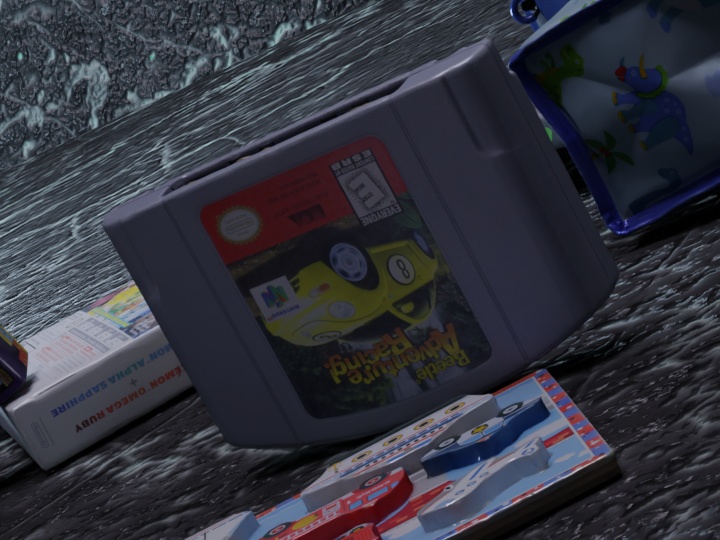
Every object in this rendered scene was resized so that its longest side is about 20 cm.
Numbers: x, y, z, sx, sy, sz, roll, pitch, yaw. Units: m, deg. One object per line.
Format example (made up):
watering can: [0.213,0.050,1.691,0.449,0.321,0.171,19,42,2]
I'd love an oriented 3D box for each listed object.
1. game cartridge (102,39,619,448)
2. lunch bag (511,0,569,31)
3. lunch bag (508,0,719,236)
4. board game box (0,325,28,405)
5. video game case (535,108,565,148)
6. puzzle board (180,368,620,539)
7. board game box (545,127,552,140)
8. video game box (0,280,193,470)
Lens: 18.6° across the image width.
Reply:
game cartridge: [0.000,0.000,0.916,0.199,0.134,0.041,-22,18,30]
lunch bag: [0.188,-0.229,1.521,0.199,0.136,0.132,-31,10,-13]
lunch bag: [0.198,-0.121,1.039,0.199,0.128,0.170,-32,6,32]
board game box: [-0.307,0.042,1.193,0.165,0.200,0.057,-43,15,8]
video game case: [0.086,-0.079,1.271,0.199,0.024,0.182,-15,5,-21]
puzzle board: [-0.009,0.094,0.809,0.199,0.017,0.151,-27,10,0]
board game box: [0.014,-0.004,1.127,0.199,0.030,0.096,-26,31,21]
video game box: [-0.130,0.042,1.289,0.182,0.047,0.200,-32,11,-12]
